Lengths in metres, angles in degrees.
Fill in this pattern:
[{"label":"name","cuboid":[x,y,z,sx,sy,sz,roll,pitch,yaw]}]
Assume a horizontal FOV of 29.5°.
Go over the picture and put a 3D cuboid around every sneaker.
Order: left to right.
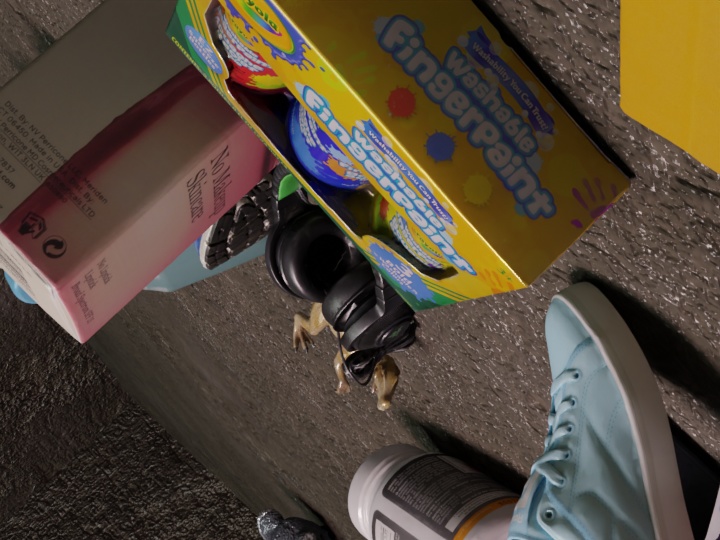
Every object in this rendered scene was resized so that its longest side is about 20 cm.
[{"label":"sneaker","cuboid":[-0.110,-0.077,1.002,0.089,0.078,0.200,48,159,25]},{"label":"sneaker","cuboid":[0.109,0.102,0.671,0.074,0.082,0.201,101,159,-66]}]

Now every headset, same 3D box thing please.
[{"label":"headset","cuboid":[0.000,0.000,0.927,0.123,0.094,0.200,41,150,36]}]

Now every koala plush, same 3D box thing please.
[{"label":"koala plush","cuboid":[-0.097,0.504,2.340,0.177,0.184,0.200,28,145,50]}]

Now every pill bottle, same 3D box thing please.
[{"label":"pill bottle","cuboid":[0.077,0.222,1.164,0.116,0.116,0.200,54,165,-28]}]

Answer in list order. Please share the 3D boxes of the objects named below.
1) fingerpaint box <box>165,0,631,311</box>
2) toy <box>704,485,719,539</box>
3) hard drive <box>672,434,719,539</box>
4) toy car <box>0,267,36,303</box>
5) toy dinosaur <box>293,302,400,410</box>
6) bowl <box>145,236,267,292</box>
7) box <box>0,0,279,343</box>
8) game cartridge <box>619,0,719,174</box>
[{"label":"fingerpaint box","cuboid":[0.006,-0.079,0.643,0.200,0.073,0.167,48,166,-6]},{"label":"toy","cuboid":[0.198,0.145,0.611,0.047,0.116,0.200,18,174,-22]},{"label":"hard drive","cuboid":[0.170,0.145,0.839,0.135,0.042,0.200,44,165,11]},{"label":"toy car","cuboid":[-0.310,-0.112,1.303,0.184,0.177,0.200,50,158,37]},{"label":"toy dinosaur","cuboid":[-0.019,0.031,1.083,0.200,0.058,0.101,55,152,22]},{"label":"bowl","cuboid":[-0.179,-0.060,1.142,0.201,0.105,0.201,46,168,13]},{"label":"box","cuboid":[-0.131,-0.073,0.792,0.109,0.200,0.128,44,166,8]},{"label":"game cartridge","cuboid":[0.157,-0.055,0.376,0.200,0.032,0.176,37,163,26]}]
